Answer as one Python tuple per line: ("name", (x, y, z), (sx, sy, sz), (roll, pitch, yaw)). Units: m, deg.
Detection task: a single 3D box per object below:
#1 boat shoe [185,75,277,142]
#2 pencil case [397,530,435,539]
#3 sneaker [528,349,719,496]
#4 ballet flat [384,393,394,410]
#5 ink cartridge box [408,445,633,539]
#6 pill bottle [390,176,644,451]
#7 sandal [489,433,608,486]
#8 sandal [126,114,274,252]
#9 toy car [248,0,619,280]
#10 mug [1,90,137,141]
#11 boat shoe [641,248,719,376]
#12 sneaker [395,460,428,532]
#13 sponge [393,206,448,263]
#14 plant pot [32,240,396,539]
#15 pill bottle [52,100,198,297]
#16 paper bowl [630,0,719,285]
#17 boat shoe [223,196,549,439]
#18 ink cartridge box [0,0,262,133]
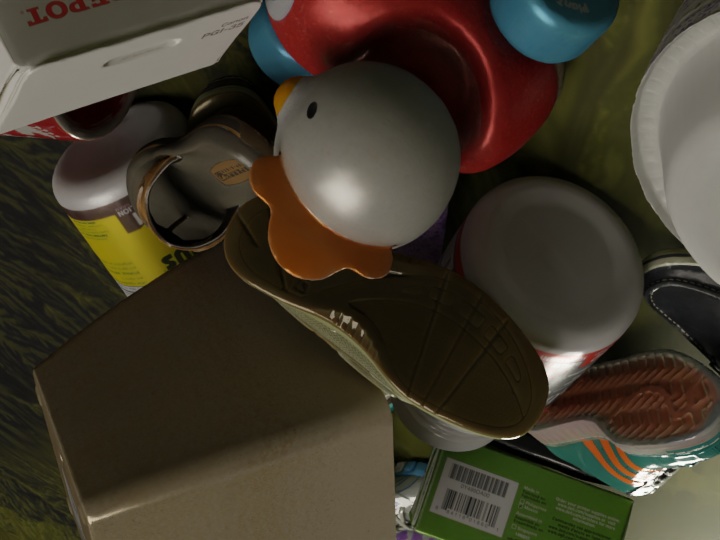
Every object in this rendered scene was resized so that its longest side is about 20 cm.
("boat shoe", (-0.073, -0.062, 0.859), (0.071, 0.066, 0.202), (-9, 140, 7))
("pencil case", (0.090, 0.276, 1.143), (0.199, 0.084, 0.086), (8, 96, 38))
("sneaker", (0.185, 0.102, 0.799), (0.080, 0.072, 0.200), (38, 163, -15))
("ballet flat", (0.001, 0.103, 1.026), (0.069, 0.070, 0.200), (32, 149, 1))
("ink cartridge box", (0.117, 0.185, 0.982), (0.147, 0.076, 0.200), (19, 174, 3))
("pill bottle", (0.090, 0.037, 0.803), (0.115, 0.116, 0.200), (32, 148, 2))
("sandal", (0.132, 0.118, 0.922), (0.198, 0.045, 0.075), (22, 170, -8))
("sandal", (-0.099, -0.040, 0.762), (0.081, 0.055, 0.200), (35, 159, -22))
("toy car", (0.000, -0.087, 0.639), (0.176, 0.201, 0.184), (38, 147, -8))
("mug", (-0.250, -0.157, 0.873), (0.198, 0.177, 0.135), (9, 101, 26))
("boat shoe", (0.248, 0.056, 0.739), (0.199, 0.062, 0.075), (35, 150, 1))
("sneaker", (0.019, 0.217, 1.131), (0.199, 0.087, 0.075), (7, 138, 34))
("sponge", (0.000, 0.000, 0.866), (0.110, 0.030, 0.201), (-3, 142, -4))
("plant pot", (-0.098, 0.121, 0.795), (0.200, 0.176, 0.201), (-127, 26, -45))
("pill bottle", (-0.134, -0.018, 0.932), (0.109, 0.110, 0.201), (3, 137, 38))
("paper bowl", (0.223, -0.052, 0.581), (0.199, 0.105, 0.201), (24, 146, 17))
("boat shoe", (0.014, 0.027, 0.702), (0.199, 0.074, 0.063), (28, 172, 7))
("ink cartridge box", (-0.161, -0.187, 0.632), (0.201, 0.146, 0.083), (62, 148, 5))
